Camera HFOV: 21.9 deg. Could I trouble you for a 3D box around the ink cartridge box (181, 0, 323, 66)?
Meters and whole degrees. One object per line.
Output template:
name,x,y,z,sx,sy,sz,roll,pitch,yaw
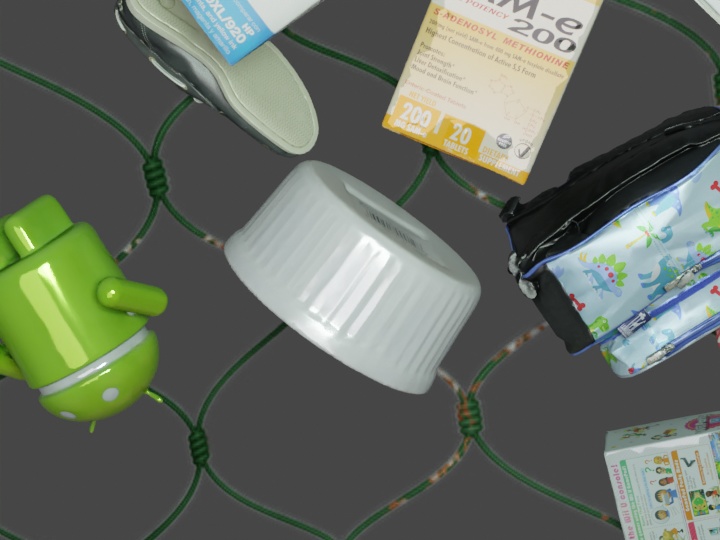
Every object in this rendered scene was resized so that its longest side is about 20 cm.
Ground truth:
ink cartridge box,-0.050,-0.282,1.427,0.200,0.147,0.145,-34,98,17

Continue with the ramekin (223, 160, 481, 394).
ramekin,0.000,0.000,1.474,0.200,0.200,0.098,36,101,0

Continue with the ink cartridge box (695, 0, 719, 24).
ink cartridge box,0.290,-0.257,1.337,0.083,0.200,0.145,41,109,-15

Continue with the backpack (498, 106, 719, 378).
backpack,0.228,-0.026,1.431,0.200,0.183,0.147,-35,103,11

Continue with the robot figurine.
robot figurine,-0.246,0.040,1.570,0.175,0.116,0.200,-24,101,25

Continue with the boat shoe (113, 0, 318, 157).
boat shoe,-0.117,-0.166,1.526,0.200,0.072,0.068,41,147,-10

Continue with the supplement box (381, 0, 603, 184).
supplement box,0.112,-0.185,1.462,0.126,0.074,0.200,22,108,3

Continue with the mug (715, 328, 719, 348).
mug,0.393,0.028,1.418,0.177,0.134,0.200,33,135,-18

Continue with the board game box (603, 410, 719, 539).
board game box,0.314,0.190,1.534,0.200,0.064,0.148,-12,102,12
